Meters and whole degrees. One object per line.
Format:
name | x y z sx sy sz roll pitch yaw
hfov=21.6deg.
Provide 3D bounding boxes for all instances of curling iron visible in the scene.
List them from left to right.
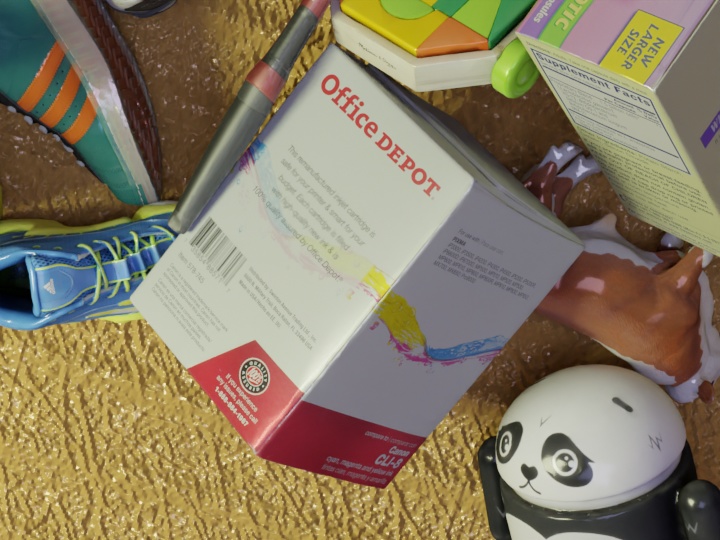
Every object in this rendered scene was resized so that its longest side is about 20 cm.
curling iron | -0.059 -0.108 1.076 0.026 0.050 0.200 15 108 -39

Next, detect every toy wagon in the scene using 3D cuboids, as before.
toy wagon | 0.073 -0.188 1.090 0.155 0.040 0.200 35 69 27

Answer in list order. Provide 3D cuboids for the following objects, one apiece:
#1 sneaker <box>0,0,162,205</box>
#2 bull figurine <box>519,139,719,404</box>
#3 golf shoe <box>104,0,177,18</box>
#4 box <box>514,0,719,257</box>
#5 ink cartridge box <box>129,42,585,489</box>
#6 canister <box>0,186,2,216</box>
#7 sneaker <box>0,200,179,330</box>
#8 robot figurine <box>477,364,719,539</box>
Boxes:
sneaker | -0.182 -0.116 1.128 0.080 0.071 0.200 -16 126 11
bull figurine | 0.167 0.003 1.188 0.200 0.065 0.122 24 97 -14
golf shoe | -0.086 -0.231 1.101 0.078 0.095 0.200 30 101 -8
box | 0.203 -0.130 1.057 0.176 0.097 0.200 -54 143 -9
ink cartridge box | 0.000 0.000 1.113 0.200 0.145 0.145 -51 145 12
canister | -0.328 -0.033 1.121 0.199 0.149 0.087 -15 106 4
sneaker | -0.156 0.007 1.157 0.199 0.105 0.076 -6 106 0
robot figurine | 0.153 0.158 1.191 0.150 0.125 0.201 -12 114 6
